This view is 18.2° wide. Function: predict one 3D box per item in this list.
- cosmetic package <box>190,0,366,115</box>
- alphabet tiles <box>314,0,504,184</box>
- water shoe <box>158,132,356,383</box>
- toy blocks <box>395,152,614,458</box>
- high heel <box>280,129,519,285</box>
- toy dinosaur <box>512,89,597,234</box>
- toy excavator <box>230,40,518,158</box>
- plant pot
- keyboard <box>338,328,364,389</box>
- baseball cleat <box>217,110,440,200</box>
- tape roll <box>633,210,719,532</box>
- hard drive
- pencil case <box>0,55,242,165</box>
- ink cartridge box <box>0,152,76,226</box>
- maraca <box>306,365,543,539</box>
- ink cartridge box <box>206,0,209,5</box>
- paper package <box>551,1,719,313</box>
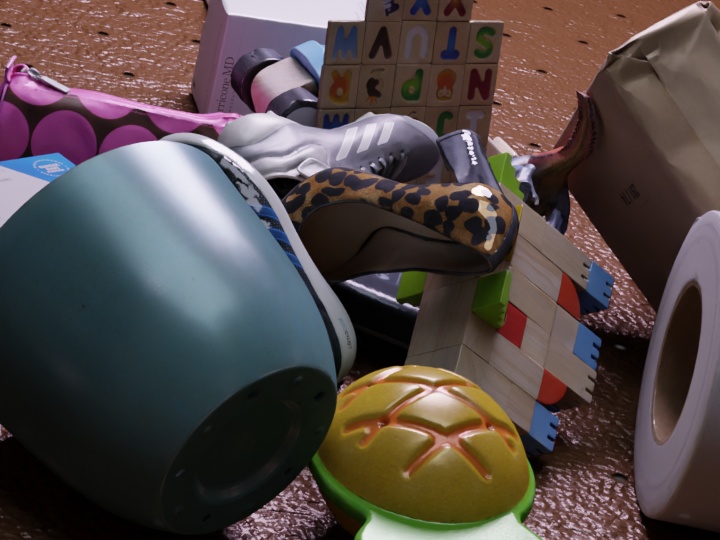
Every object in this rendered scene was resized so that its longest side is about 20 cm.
[{"bbox_3d":[-0.032,-0.170,1.883,0.199,0.108,0.085,5,28,-16],"label":"cosmetic package"},{"bbox_3d":[0.036,-0.125,1.719,0.166,0.201,0.006,-4,19,-36],"label":"alphabet tiles"},{"bbox_3d":[-0.080,-0.006,1.441,0.200,0.072,0.079,50,35,11],"label":"water shoe"},{"bbox_3d":[0.103,0.044,1.492,0.137,0.100,0.200,38,53,-33],"label":"toy blocks"},{"bbox_3d":[0.004,-0.010,1.452,0.200,0.071,0.143,-28,32,8],"label":"high heel"},{"bbox_3d":[0.140,-0.051,1.686,0.105,0.200,0.182,42,20,-4],"label":"toy dinosaur"},{"bbox_3d":[0.022,-0.107,1.770,0.200,0.195,0.100,-24,36,-11],"label":"toy excavator"},{"bbox_3d":[-0.109,0.054,1.291,0.200,0.201,0.161,-12,47,-44],"label":"plant pot"},{"bbox_3d":[-0.059,0.029,1.555,0.127,0.021,0.200,5,28,-26],"label":"keyboard"},{"bbox_3d":[-0.011,-0.065,1.627,0.200,0.070,0.107,-2,45,-36],"label":"baseball cleat"},{"bbox_3d":[0.266,0.073,1.430,0.139,0.203,0.203,11,25,-5],"label":"tape roll"},{"bbox_3d":[0.000,0.000,1.595,0.200,0.033,0.140,22,22,0],"label":"hard drive"},{"bbox_3d":[-0.177,-0.096,1.669,0.199,0.094,0.091,11,25,-10],"label":"pencil case"},{"bbox_3d":[-0.191,0.000,1.492,0.116,0.067,0.200,-13,37,-45],"label":"ink cartridge box"},{"bbox_3d":[0.039,0.125,1.310,0.137,0.107,0.200,1,28,-12],"label":"maraca"},{"bbox_3d":[-0.059,-0.248,2.100,0.160,0.050,0.200,5,29,-19],"label":"ink cartridge box"},{"bbox_3d":[0.241,-0.065,1.619,0.103,0.200,0.191,-31,80,-14],"label":"paper package"}]
